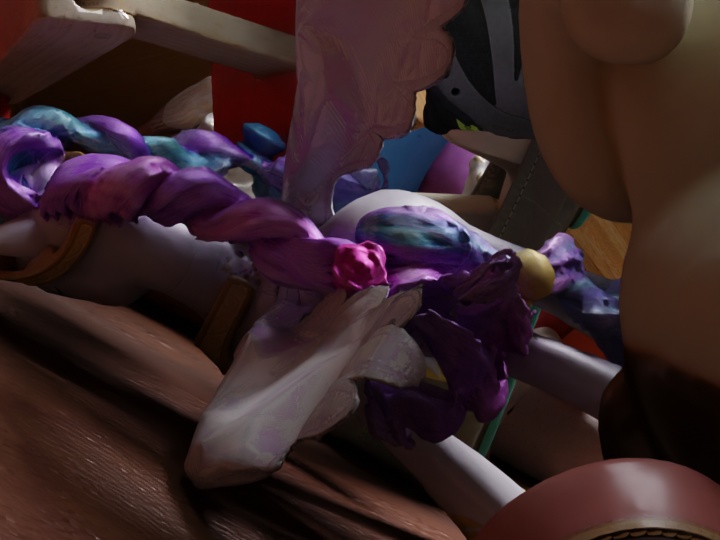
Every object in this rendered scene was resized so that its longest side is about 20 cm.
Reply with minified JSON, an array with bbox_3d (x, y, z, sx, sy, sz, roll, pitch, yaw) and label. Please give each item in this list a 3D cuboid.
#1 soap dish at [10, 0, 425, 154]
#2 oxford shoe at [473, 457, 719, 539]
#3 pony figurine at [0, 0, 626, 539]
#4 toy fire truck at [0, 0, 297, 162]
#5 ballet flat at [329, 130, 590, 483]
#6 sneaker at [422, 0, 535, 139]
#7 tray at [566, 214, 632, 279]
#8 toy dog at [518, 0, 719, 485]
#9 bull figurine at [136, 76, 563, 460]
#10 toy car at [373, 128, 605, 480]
[{"bbox_3d":[-0.061,-0.105,0.961,0.158,0.199,0.081,64,33,-25],"label":"soap dish"},{"bbox_3d":[0.096,0.112,0.564,0.200,0.070,0.075,30,30,-38],"label":"oxford shoe"},{"bbox_3d":[0.002,0.002,0.697,0.199,0.168,0.193,25,-27,-24],"label":"pony figurine"},{"bbox_3d":[-0.099,-0.062,0.747,0.140,0.049,0.200,-7,-13,23],"label":"toy fire truck"},{"bbox_3d":[0.041,-0.023,0.831,0.063,0.201,0.067,21,24,-8],"label":"ballet flat"},{"bbox_3d":[0.059,-0.061,0.757,0.199,0.083,0.071,39,14,9],"label":"sneaker"},{"bbox_3d":[0.130,-0.002,0.966,0.037,0.099,0.200,-15,-46,32],"label":"tray"},{"bbox_3d":[0.098,-0.031,0.606,0.138,0.201,0.194,-4,-34,6],"label":"toy dog"},{"bbox_3d":[0.000,0.000,0.930,0.199,0.121,0.065,21,47,-21],"label":"bull figurine"},{"bbox_3d":[0.060,-0.021,1.057,0.199,0.176,0.150,31,7,8],"label":"toy car"}]
